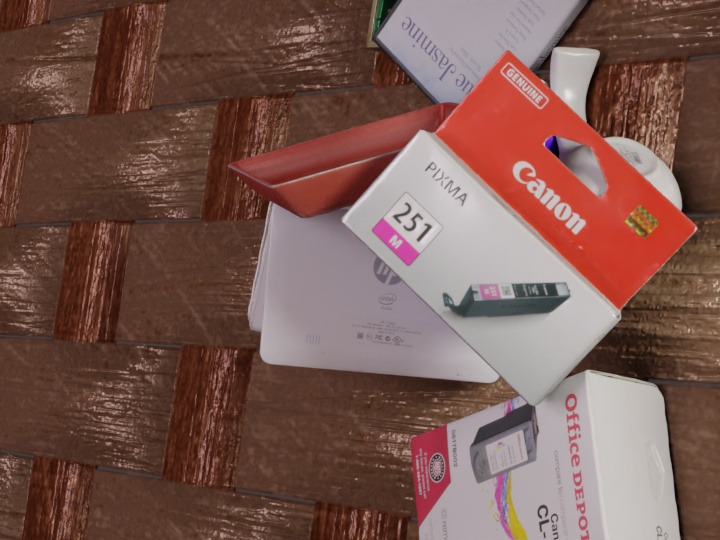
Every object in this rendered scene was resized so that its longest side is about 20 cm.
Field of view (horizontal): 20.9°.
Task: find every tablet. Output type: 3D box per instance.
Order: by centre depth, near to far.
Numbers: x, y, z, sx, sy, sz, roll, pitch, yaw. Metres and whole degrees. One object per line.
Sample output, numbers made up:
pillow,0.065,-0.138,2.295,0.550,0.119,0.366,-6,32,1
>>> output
tablet,0.022,0.019,1.585,0.014,0.199,0.131,179,96,-83

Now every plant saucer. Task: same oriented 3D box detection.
plant saucer,0.008,-0.087,1.551,0.200,0.199,0.037,-150,46,-74

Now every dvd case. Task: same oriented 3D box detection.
dvd case,0.108,-0.227,1.639,0.143,0.018,0.200,47,119,21

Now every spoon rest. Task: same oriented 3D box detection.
spoon rest,0.185,-0.092,1.504,0.201,0.099,0.061,-103,20,-48

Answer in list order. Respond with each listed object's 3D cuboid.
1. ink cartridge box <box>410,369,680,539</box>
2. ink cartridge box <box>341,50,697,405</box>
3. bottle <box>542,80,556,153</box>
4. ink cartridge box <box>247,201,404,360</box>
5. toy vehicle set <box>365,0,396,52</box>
ink cartridge box,0.136,0.174,1.482,0.200,0.085,0.149,-28,59,45
ink cartridge box,0.115,-0.033,1.418,0.200,0.044,0.174,44,101,10
bottle,0.120,-0.055,1.564,0.065,0.083,0.201,104,172,-76
ink cartridge box,0.000,0.000,1.694,0.199,0.084,0.147,11,89,49
toy vehicle set,0.069,-0.294,1.735,0.124,0.026,0.201,4,84,51
